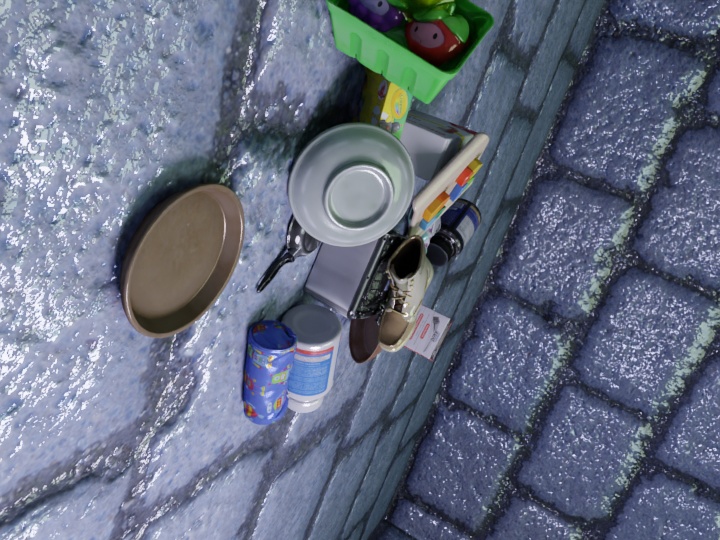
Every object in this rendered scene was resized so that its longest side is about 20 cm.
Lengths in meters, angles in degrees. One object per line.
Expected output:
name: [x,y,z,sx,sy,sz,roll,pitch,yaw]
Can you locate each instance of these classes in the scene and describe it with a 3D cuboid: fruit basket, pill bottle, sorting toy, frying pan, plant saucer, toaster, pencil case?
fruit basket: [0.073,-0.352,0.773,0.156,0.215,0.216,-54,159,-26]
pill bottle: [0.253,-0.106,1.699,0.200,0.112,0.112,-50,157,-34]
sorting toy: [0.161,-0.144,1.102,0.185,0.036,0.200,-46,168,-7]
frying pan: [-0.102,-0.052,0.969,0.190,0.031,0.115,-49,155,-44]
plant saucer: [-0.212,-0.014,0.721,0.200,0.029,0.201,-51,157,-32]
plant saucer: [-0.007,-0.117,0.903,0.050,0.199,0.201,-117,-143,-56]
toaster: [0.000,0.000,1.156,0.201,0.118,0.181,-67,160,9]
plant saucer: [0.031,0.108,1.316,0.200,0.037,0.201,-50,-148,46]
pill bottle: [-0.100,0.171,1.121,0.112,0.112,0.201,-43,151,-47]
pencil case: [-0.155,0.177,1.033,0.087,0.078,0.201,-13,133,-29]

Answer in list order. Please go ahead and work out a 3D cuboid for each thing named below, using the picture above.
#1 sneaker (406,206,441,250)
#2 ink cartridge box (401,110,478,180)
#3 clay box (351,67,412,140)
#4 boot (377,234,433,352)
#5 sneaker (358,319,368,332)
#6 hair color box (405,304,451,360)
sneaker: [0.161,-0.087,1.532,0.140,0.078,0.201,-24,137,-61]
ink cartridge box: [0.123,-0.239,1.133,0.200,0.145,0.084,-29,141,-60]
clay box: [0.027,-0.234,0.944,0.047,0.115,0.201,6,118,-23]
boot: [0.076,0.044,1.125,0.201,0.072,0.155,-65,162,-14]
sneaker: [0.042,0.056,1.426,0.085,0.072,0.201,77,31,-57]
hair color box: [0.111,0.127,1.483,0.111,0.199,0.064,-61,161,-6]
